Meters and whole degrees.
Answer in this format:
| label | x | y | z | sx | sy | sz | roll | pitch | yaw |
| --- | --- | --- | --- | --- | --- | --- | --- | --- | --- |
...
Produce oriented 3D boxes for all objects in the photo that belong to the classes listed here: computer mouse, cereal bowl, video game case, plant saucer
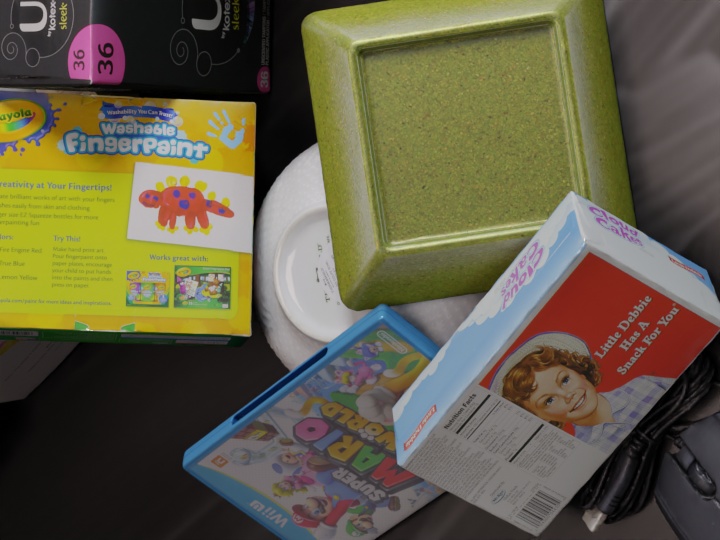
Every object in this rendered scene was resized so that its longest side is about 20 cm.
| label | x | y | z | sx | sy | sz | roll | pitch | yaw |
| --- | --- | --- | --- | --- | --- | --- | --- | --- | --- |
| computer mouse | 0.233 | 0.154 | 1.202 | 0.200 | 0.053 | 0.139 | 39 | 111 | 25 |
| cereal bowl | 0.000 | 0.000 | 1.326 | 0.200 | 0.083 | 0.201 | 2 | 94 | 33 |
| video game case | -0.004 | 0.119 | 1.319 | 0.143 | 0.018 | 0.200 | 38 | 122 | -24 |
| plant saucer | 0.070 | -0.086 | 1.241 | 0.200 | 0.048 | 0.200 | -8 | 88 | 3 |

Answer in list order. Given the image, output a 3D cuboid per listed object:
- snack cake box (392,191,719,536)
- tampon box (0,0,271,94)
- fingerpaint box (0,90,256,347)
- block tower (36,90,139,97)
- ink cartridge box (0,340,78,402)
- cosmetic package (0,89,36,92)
| label | x | y | z | sx | sy | sz | roll | pitch | yaw |
| --- | --- | --- | --- | --- | --- | --- | --- | --- | --- |
| snack cake box | 0.122 | 0.062 | 1.225 | 0.115 | 0.067 | 0.200 | 30 | 115 | -19 |
| tampon box | -0.169 | -0.200 | 1.352 | 0.126 | 0.200 | 0.150 | 3 | 95 | 32 |
| fingerpaint box | -0.176 | -0.035 | 1.337 | 0.200 | 0.073 | 0.167 | 1 | 81 | -9 |
| block tower | -0.209 | -0.137 | 1.467 | 0.054 | 0.058 | 0.200 | -34 | 76 | 30 |
| ink cartridge box | -0.318 | 0.014 | 1.460 | 0.145 | 0.200 | 0.147 | -44 | 70 | 29 |
| cosmetic package | -0.365 | -0.138 | 1.537 | 0.200 | 0.108 | 0.085 | -4 | 90 | 31 |
